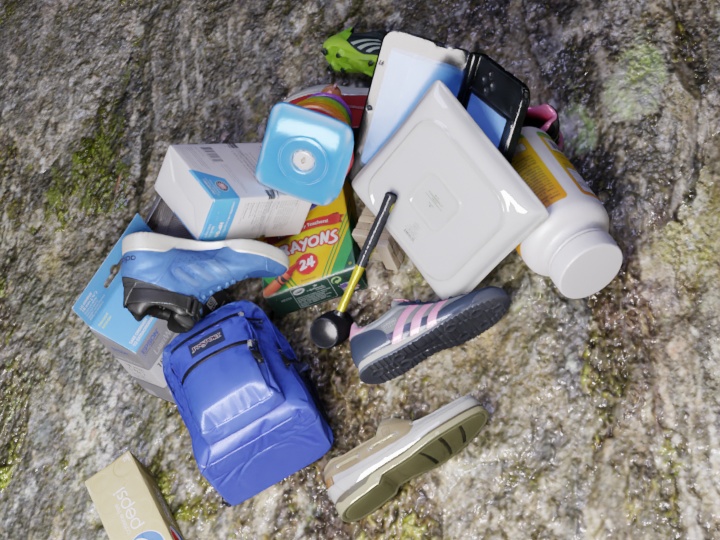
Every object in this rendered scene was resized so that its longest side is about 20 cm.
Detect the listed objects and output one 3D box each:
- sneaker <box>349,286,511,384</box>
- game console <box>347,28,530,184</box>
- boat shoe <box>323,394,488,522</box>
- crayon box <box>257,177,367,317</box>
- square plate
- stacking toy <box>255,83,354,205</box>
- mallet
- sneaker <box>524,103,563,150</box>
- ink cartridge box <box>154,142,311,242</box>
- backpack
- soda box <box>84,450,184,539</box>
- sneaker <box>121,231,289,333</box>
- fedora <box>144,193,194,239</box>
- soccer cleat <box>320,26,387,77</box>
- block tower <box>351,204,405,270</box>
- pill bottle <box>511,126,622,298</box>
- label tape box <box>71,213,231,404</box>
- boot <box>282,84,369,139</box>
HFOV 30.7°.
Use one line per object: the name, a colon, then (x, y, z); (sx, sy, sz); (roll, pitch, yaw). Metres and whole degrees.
sneaker: (0.076, 0.054, 1.531); (0.198, 0.070, 0.083); (-25, 55, 4)
game console: (0.088, -0.154, 1.531); (0.115, 0.202, 0.176); (2, 28, -28)
boat shoe: (0.046, 0.192, 1.445); (0.199, 0.075, 0.069); (-34, 56, -1)
crayon box: (-0.068, -0.050, 1.680); (0.126, 0.051, 0.202); (-19, 51, 11)
square plate: (0.093, -0.081, 1.514); (0.201, 0.198, 0.028); (52, 41, 10)
stacking toy: (-0.050, -0.178, 1.620); (0.108, 0.117, 0.201); (19, 32, 0)
mallet: (0.000, 0.000, 1.559); (0.041, 0.066, 0.202); (27, 97, 12)
sneaker: (0.154, -0.171, 1.609); (0.197, 0.096, 0.080); (-6, 70, 0)
ink cartridge box: (-0.138, -0.100, 1.623); (0.116, 0.198, 0.068); (48, 128, 33)
backpack: (-0.138, 0.130, 1.512); (0.161, 0.169, 0.201); (-25, 47, -4)
soda box: (-0.243, 0.307, 1.497); (0.067, 0.064, 0.201); (-34, 51, -2)
sneaker: (-0.180, 0.022, 1.526); (0.197, 0.077, 0.113); (6, 72, -19)
fedora: (-0.219, -0.059, 1.705); (0.089, 0.178, 0.201); (22, 56, 2)
soccer cleat: (0.033, -0.292, 1.800); (0.199, 0.068, 0.081); (27, 57, 36)
block tower: (0.054, -0.101, 1.661); (0.057, 0.054, 0.202); (9, 61, 29)
pill bottle: (0.220, -0.065, 1.525); (0.110, 0.111, 0.201); (-30, 50, 1)
label tape box: (-0.242, 0.051, 1.586); (0.063, 0.201, 0.145); (17, 65, 32)
boot: (-0.043, -0.180, 1.718); (0.198, 0.073, 0.145); (-2, 36, 25)
